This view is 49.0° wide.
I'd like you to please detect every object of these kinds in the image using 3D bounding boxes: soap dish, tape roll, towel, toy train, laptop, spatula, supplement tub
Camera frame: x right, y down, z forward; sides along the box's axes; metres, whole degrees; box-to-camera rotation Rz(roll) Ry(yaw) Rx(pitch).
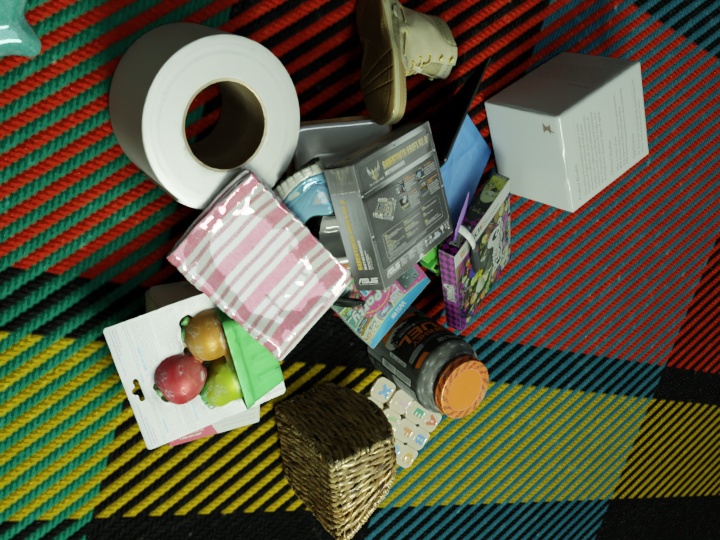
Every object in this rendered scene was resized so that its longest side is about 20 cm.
[{"bbox_3d":[-0.026,-0.106,1.094,0.153,0.081,0.205,-8,95,-13],"label":"soap dish"},{"bbox_3d":[-0.189,-0.189,0.957,0.199,0.138,0.207,-14,116,-30],"label":"tape roll"},{"bbox_3d":[-0.115,-0.003,0.950,0.147,0.030,0.200,-47,112,-5],"label":"towel"},{"bbox_3d":[0.125,-0.023,1.273,0.057,0.041,0.199,-57,151,1],"label":"toy train"},{"bbox_3d":[0.165,-0.175,1.194,0.114,0.200,0.190,28,68,-8],"label":"laptop"},{"bbox_3d":[0.160,-0.044,1.162,0.058,0.020,0.201,-68,154,-20],"label":"spatula"},{"bbox_3d":[0.107,0.146,1.266,0.120,0.199,0.125,-14,117,-30],"label":"supplement tub"}]

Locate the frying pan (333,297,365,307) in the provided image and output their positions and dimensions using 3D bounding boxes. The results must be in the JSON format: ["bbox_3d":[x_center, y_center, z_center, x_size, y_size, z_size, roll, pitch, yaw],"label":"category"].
[{"bbox_3d":[-0.055,0.031,1.109,0.187,0.031,0.115,-13,159,-31],"label":"frying pan"}]

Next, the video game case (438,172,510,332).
[{"bbox_3d":[0.192,-0.027,1.294,0.182,0.035,0.202,-51,149,-27],"label":"video game case"}]

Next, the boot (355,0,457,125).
[{"bbox_3d":[0.071,-0.285,1.101,0.153,0.072,0.205,9,65,-40],"label":"boot"}]

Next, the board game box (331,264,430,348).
[{"bbox_3d":[0.000,0.000,1.218,0.148,0.064,0.200,-48,129,-7],"label":"board game box"}]

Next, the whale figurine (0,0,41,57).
[{"bbox_3d":[-0.376,-0.312,0.796,0.156,0.103,0.205,-16,118,-29],"label":"whale figurine"}]

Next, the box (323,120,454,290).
[{"bbox_3d":[0.043,-0.087,1.021,0.199,0.047,0.162,-38,117,-49],"label":"box"}]

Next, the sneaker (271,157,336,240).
[{"bbox_3d":[-0.099,-0.054,1.013,0.091,0.199,0.078,52,38,-4],"label":"sneaker"}]

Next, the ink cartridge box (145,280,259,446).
[{"bbox_3d":[-0.218,0.122,1.102,0.144,0.082,0.205,-10,114,-31],"label":"ink cartridge box"}]

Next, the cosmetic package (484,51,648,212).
[{"bbox_3d":[0.337,-0.232,1.286,0.198,0.165,0.170,-33,125,-23],"label":"cosmetic package"}]

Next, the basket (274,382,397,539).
[{"bbox_3d":[-0.029,0.289,1.231,0.140,0.199,0.152,-19,117,-28],"label":"basket"}]

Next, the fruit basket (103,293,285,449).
[{"bbox_3d":[-0.206,0.116,1.015,0.196,0.094,0.189,-18,117,-10],"label":"fruit basket"}]

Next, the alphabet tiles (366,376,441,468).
[{"bbox_3d":[0.062,0.275,1.408,0.195,0.015,0.202,38,85,-39],"label":"alphabet tiles"}]
